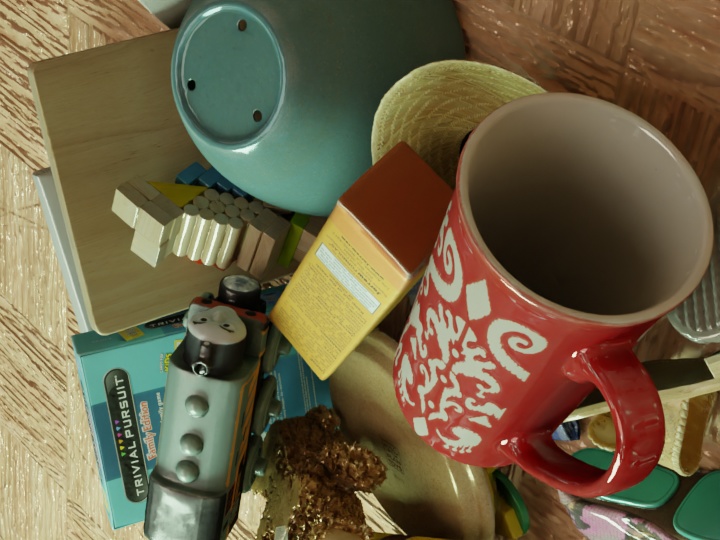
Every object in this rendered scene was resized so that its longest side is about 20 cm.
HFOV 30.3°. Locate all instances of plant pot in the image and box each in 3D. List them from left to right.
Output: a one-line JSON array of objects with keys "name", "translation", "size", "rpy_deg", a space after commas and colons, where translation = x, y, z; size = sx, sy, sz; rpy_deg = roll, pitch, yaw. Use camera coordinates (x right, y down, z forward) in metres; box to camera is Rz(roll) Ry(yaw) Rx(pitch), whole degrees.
[{"name": "plant pot", "translation": [-0.048, -0.129, 0.875], "size": [0.197, 0.134, 0.204], "rpy_deg": [6, 102, 32]}]

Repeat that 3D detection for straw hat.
[{"name": "straw hat", "translation": [0.109, -0.058, 0.813], "size": [0.199, 0.085, 0.203], "rpy_deg": [27, 141, 25]}]

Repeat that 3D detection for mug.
[{"name": "mug", "translation": [0.085, 0.036, 0.715], "size": [0.131, 0.180, 0.201], "rpy_deg": [16, 147, -5]}]

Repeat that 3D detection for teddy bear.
[{"name": "teddy bear", "translation": [-0.030, 0.184, 0.976], "size": [0.147, 0.066, 0.200], "rpy_deg": [-70, 21, 4]}]

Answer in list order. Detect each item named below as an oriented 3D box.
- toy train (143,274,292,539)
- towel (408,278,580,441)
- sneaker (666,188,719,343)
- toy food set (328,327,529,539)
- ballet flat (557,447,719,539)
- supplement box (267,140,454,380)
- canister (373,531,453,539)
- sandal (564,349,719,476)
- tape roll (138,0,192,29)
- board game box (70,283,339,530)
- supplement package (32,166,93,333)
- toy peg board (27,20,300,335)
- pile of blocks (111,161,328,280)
[{"name": "toy train", "translation": [-0.106, 0.106, 0.962], "size": [0.084, 0.114, 0.203], "rpy_deg": [15, 114, 6]}, {"name": "towel", "translation": [0.081, 0.022, 0.934], "size": [0.146, 0.024, 0.203], "rpy_deg": [1, 108, 50]}, {"name": "sneaker", "translation": [0.239, -0.045, 0.689], "size": [0.201, 0.081, 0.074], "rpy_deg": [-51, 57, 24]}, {"name": "toy food set", "translation": [0.041, 0.128, 0.991], "size": [0.199, 0.048, 0.201], "rpy_deg": [2, 116, 63]}, {"name": "ballet flat", "translation": [0.207, 0.159, 0.829], "size": [0.199, 0.069, 0.072], "rpy_deg": [4, 129, 53]}, {"name": "supplement box", "translation": [0.000, 0.000, 0.852], "size": [0.069, 0.067, 0.200], "rpy_deg": [43, 152, 5]}, {"name": "canister", "translation": [0.042, 0.259, 0.989], "size": [0.149, 0.087, 0.199], "rpy_deg": [46, 156, -14]}, {"name": "sandal", "translation": [0.192, 0.089, 0.797], "size": [0.211, 0.077, 0.070], "rpy_deg": [-27, 89, 45]}, {"name": "tape roll", "translation": [-0.191, -0.268, 0.996], "size": [0.037, 0.203, 0.204], "rpy_deg": [-40, 72, 6]}, {"name": "board game box", "translation": [-0.118, 0.105, 1.065], "size": [0.047, 0.197, 0.153], "rpy_deg": [-138, 38, -64]}, {"name": "supplement package", "translation": [-0.197, -0.002, 1.134], "size": [0.156, 0.109, 0.203], "rpy_deg": [-163, 55, -74]}, {"name": "toy peg board", "translation": [-0.144, -0.083, 1.025], "size": [0.098, 0.197, 0.202], "rpy_deg": [20, 125, 63]}, {"name": "pile of blocks", "translation": [-0.086, -0.032, 0.982], "size": [0.062, 0.197, 0.083], "rpy_deg": [116, 158, -47]}]
